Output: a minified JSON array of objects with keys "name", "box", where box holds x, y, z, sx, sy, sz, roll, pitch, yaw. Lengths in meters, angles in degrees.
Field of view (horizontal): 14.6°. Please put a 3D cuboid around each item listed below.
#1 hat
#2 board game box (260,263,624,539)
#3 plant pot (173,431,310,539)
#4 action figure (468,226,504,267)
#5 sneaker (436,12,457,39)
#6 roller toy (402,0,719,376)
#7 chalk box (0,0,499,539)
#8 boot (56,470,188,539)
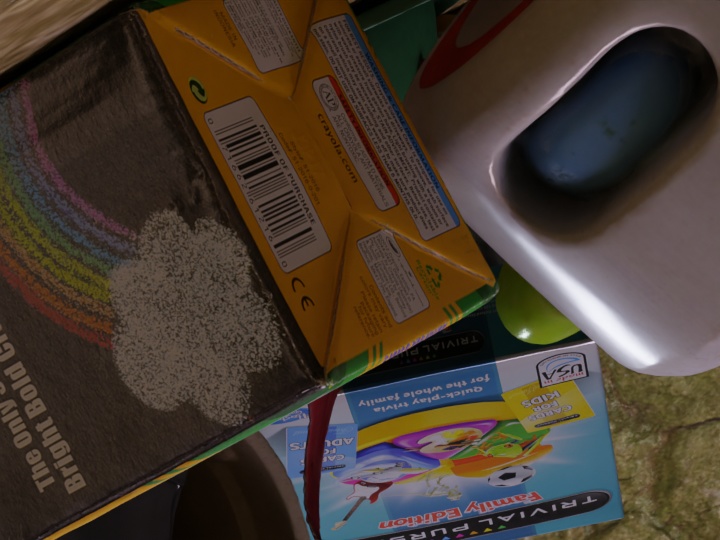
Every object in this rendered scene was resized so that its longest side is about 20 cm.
[{"name":"hat","box":[0.000,0.000,1.146,0.200,0.176,0.166,-28,179,-23]},{"name":"board game box","box":[0.036,0.070,1.261,0.150,0.047,0.200,-12,152,4]},{"name":"plant pot","box":[-0.142,0.136,1.223,0.200,0.201,0.183,-28,-173,-19]},{"name":"action figure","box":[0.050,0.000,1.296,0.130,0.070,0.200,-9,180,-11]},{"name":"sneaker","box":[0.083,-0.061,1.215,0.199,0.078,0.082,3,-151,33]},{"name":"roller toy","box":[0.108,-0.074,0.907,0.200,0.140,0.182,-50,-171,-11]},{"name":"chalk box","box":[-0.084,0.008,0.866,0.200,0.125,0.124,-28,179,31]},{"name":"boot","box":[-0.139,0.094,1.066,0.199,0.139,0.077,4,-178,-39]}]
